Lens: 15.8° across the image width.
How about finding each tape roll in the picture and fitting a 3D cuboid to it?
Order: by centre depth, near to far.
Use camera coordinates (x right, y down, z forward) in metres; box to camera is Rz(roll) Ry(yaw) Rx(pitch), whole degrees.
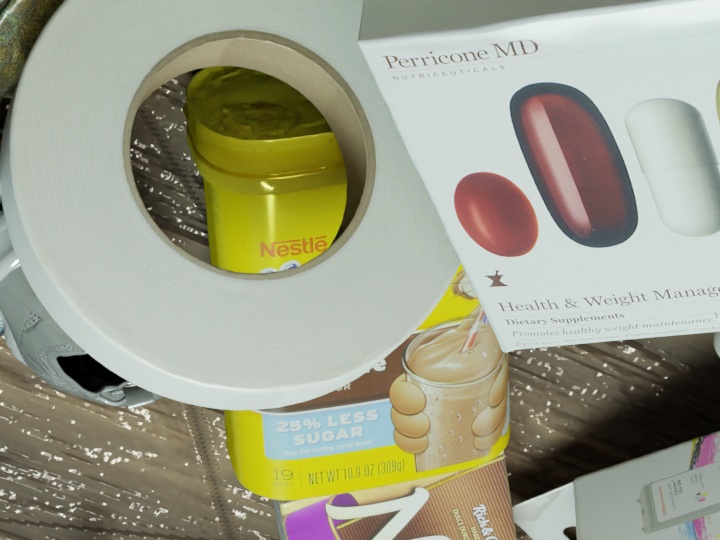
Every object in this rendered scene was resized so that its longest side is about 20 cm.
[{"bbox_3d":[-0.049,-0.043,1.083,0.201,0.037,0.204,4,74,-13],"label":"tape roll"}]

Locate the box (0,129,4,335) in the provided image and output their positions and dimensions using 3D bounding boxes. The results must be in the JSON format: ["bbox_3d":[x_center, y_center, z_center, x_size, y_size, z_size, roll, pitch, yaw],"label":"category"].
[{"bbox_3d":[-0.200,-0.006,1.113,0.137,0.040,0.200,-41,160,14],"label":"box"}]

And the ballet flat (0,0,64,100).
[{"bbox_3d":[-0.175,-0.080,1.135,0.071,0.071,0.200,34,106,-29],"label":"ballet flat"}]

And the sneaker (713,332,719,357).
[{"bbox_3d":[0.267,-0.007,1.278,0.199,0.075,0.105,-10,129,-23],"label":"sneaker"}]

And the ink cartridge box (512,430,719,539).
[{"bbox_3d":[0.185,0.140,1.306,0.199,0.068,0.116,-21,139,24],"label":"ink cartridge box"}]

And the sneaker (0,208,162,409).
[{"bbox_3d":[-0.118,0.035,1.162,0.075,0.082,0.200,-37,160,2],"label":"sneaker"}]

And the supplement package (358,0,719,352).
[{"bbox_3d":[0.123,-0.089,1.019,0.190,0.148,0.200,-7,141,19],"label":"supplement package"}]

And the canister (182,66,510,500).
[{"bbox_3d":[0.000,0.000,1.213,0.148,0.087,0.201,-10,123,-10],"label":"canister"}]

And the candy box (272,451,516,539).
[{"bbox_3d":[0.025,0.169,1.335,0.116,0.057,0.201,-13,123,-6],"label":"candy box"}]
